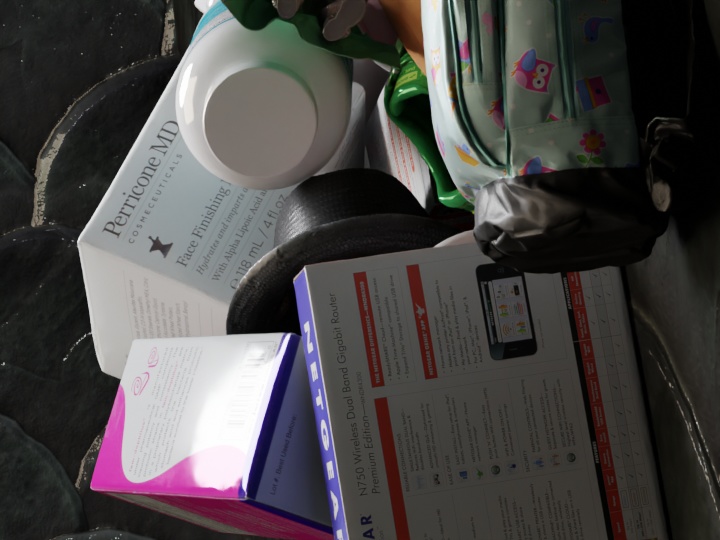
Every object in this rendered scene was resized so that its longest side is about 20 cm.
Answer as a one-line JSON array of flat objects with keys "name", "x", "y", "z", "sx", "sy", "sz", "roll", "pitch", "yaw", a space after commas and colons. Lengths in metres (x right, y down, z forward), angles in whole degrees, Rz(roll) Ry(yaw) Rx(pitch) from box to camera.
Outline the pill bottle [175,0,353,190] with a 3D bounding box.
[{"name": "pill bottle", "x": -0.060, "y": -0.116, "z": 1.623, "sx": 0.200, "sy": 0.110, "sz": 0.111, "roll": -90, "pitch": -5, "yaw": -73}]

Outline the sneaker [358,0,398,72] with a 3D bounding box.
[{"name": "sneaker", "x": 0.040, "y": -0.192, "z": 1.667, "sx": 0.104, "sy": 0.075, "sz": 0.200, "roll": 13, "pitch": 148, "yaw": 38}]

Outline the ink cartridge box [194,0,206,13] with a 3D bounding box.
[{"name": "ink cartridge box", "x": -0.035, "y": -0.289, "z": 1.925, "sx": 0.084, "sy": 0.175, "sz": 0.200, "roll": 40, "pitch": 149, "yaw": 27}]

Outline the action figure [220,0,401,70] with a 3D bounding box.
[{"name": "action figure", "x": -0.028, "y": -0.172, "z": 1.555, "sx": 0.055, "sy": 0.118, "sz": 0.200, "roll": -62, "pitch": 8, "yaw": 12}]

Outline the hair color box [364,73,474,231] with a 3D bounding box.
[{"name": "hair color box", "x": 0.053, "y": -0.075, "z": 1.726, "sx": 0.200, "sy": 0.064, "sz": 0.111, "roll": 117, "pitch": 143, "yaw": -76}]

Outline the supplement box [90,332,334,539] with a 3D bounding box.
[{"name": "supplement box", "x": -0.066, "y": 0.101, "z": 1.534, "sx": 0.200, "sy": 0.103, "sz": 0.102, "roll": -3, "pitch": 68, "yaw": 57}]

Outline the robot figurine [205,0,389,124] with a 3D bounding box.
[{"name": "robot figurine", "x": -0.030, "y": -0.167, "z": 1.865, "sx": 0.200, "sy": 0.169, "sz": 0.113, "roll": 89, "pitch": -169, "yaw": -53}]

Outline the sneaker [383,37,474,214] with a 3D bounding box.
[{"name": "sneaker", "x": 0.054, "y": -0.129, "z": 1.553, "sx": 0.074, "sy": 0.083, "sz": 0.201, "roll": -24, "pitch": 81, "yaw": 37}]

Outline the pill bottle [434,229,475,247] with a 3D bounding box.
[{"name": "pill bottle", "x": 0.075, "y": 0.072, "z": 1.562, "sx": 0.200, "sy": 0.112, "sz": 0.113, "roll": 96, "pitch": 164, "yaw": -57}]

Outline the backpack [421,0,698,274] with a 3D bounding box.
[{"name": "backpack", "x": 0.094, "y": -0.106, "z": 1.263, "sx": 0.167, "sy": 0.126, "sz": 0.201, "roll": 121, "pitch": 144, "yaw": -80}]

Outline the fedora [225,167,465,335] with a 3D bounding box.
[{"name": "fedora", "x": 0.000, "y": 0.000, "z": 1.625, "sx": 0.201, "sy": 0.200, "sz": 0.092, "roll": 96, "pitch": 167, "yaw": -56}]

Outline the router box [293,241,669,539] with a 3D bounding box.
[{"name": "router box", "x": 0.067, "y": 0.084, "z": 1.415, "sx": 0.049, "sy": 0.179, "sz": 0.201, "roll": 134, "pitch": 128, "yaw": -77}]

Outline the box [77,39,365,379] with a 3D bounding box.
[{"name": "box", "x": -0.094, "y": -0.027, "z": 1.808, "sx": 0.200, "sy": 0.130, "sz": 0.199, "roll": 91, "pitch": -157, "yaw": -62}]

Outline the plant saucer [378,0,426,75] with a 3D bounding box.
[{"name": "plant saucer", "x": 0.062, "y": -0.151, "z": 1.425, "sx": 0.200, "sy": 0.032, "sz": 0.201, "roll": 44, "pitch": 156, "yaw": 25}]
